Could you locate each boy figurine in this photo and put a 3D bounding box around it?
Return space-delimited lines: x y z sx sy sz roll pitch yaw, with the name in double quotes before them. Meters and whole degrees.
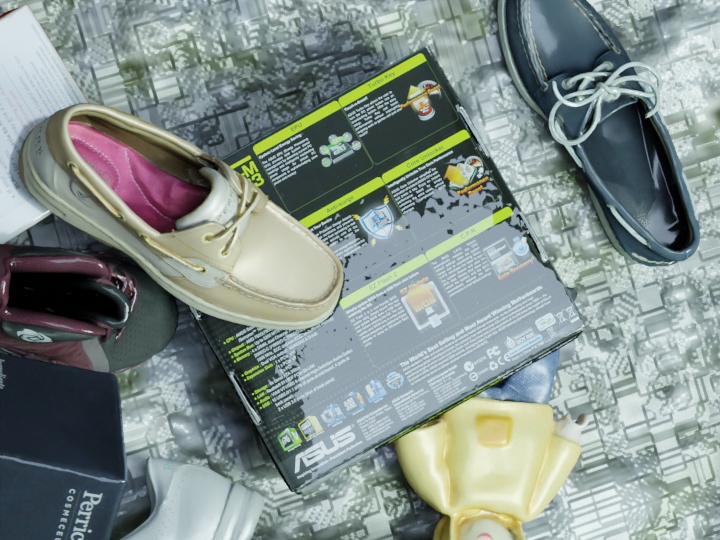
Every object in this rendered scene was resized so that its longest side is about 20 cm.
"boy figurine" 0.074 0.104 1.720 0.124 0.064 0.200 13 82 -15

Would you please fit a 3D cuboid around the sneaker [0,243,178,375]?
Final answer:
"sneaker" -0.150 0.025 1.598 0.200 0.115 0.076 8 86 -48

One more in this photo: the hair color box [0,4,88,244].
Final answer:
"hair color box" -0.249 -0.053 1.637 0.200 0.064 0.111 -33 99 -15

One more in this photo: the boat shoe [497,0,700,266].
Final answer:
"boat shoe" 0.147 -0.093 1.744 0.075 0.062 0.200 -24 95 -12

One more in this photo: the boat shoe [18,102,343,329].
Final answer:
"boat shoe" -0.094 -0.031 1.603 0.200 0.069 0.074 26 64 -12

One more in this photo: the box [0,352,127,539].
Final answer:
"box" -0.248 0.147 1.567 0.200 0.117 0.197 12 115 -15

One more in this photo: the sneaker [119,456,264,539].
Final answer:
"sneaker" -0.134 0.204 1.667 0.088 0.075 0.200 26 77 -1

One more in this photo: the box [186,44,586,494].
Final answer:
"box" 0.000 0.000 1.677 0.200 0.048 0.193 -30 83 -3
